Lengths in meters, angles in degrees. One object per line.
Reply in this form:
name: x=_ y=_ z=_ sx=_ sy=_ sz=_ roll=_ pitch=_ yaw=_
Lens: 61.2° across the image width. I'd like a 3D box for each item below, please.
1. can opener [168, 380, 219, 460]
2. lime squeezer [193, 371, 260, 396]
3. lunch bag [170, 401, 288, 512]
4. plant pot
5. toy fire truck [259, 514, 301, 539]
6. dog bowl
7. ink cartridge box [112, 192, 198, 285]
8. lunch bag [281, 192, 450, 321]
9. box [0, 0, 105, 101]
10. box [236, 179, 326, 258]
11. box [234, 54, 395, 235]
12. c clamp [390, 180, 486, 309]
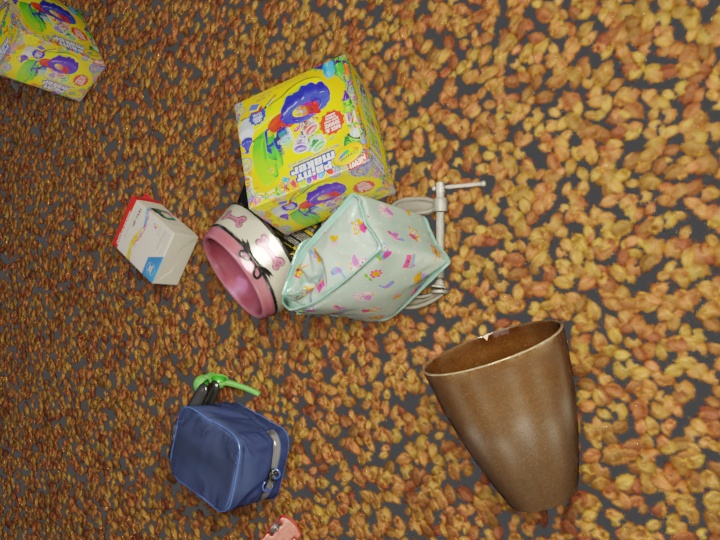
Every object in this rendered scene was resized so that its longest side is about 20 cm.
can opener: x=-0.315 y=0.281 z=1.131 sx=0.078 sy=0.063 sz=0.201 roll=40 pitch=122 yaw=17
lime squeezer: x=-0.276 y=0.225 z=1.143 sx=0.199 sy=0.038 sz=0.071 roll=-22 pitch=75 yaw=29
lunch bag: x=-0.212 y=0.311 z=1.041 sx=0.199 sy=0.132 sz=0.137 roll=19 pitch=98 yaw=37
plant pot: x=0.201 y=0.190 z=0.776 sx=0.186 sy=0.187 sz=0.202 roll=-20 pitch=91 yaw=29
toy fire truck: x=-0.184 y=0.500 z=1.029 sx=0.049 sy=0.141 sz=0.200 roll=43 pitch=71 yaw=4
dog bowl: x=-0.184 y=-0.008 z=1.009 sx=0.074 sy=0.201 sz=0.200 roll=-38 pitch=58 yaw=-25
ink cartridge box: x=-0.432 y=-0.071 z=1.244 sx=0.199 sy=0.067 sz=0.117 roll=36 pitch=105 yaw=29
lunch bag: x=0.000 y=0.000 z=0.885 sx=0.200 sy=0.169 sz=0.123 roll=-43 pitch=56 yaw=31
box: x=-0.720 y=-0.517 z=1.370 sx=0.122 sy=0.199 sz=0.194 roll=-39 pitch=68 yaw=23
box: x=-0.132 y=-0.097 z=1.066 sx=0.199 sy=0.049 sz=0.161 roll=32 pitch=105 yaw=29
box: x=-0.072 y=-0.190 z=0.953 sx=0.198 sy=0.122 sz=0.194 roll=-19 pitch=67 yaw=16
c clamp: x=0.100 y=-0.038 z=0.927 sx=0.169 sy=0.027 sz=0.202 roll=6 pitch=91 yaw=34
